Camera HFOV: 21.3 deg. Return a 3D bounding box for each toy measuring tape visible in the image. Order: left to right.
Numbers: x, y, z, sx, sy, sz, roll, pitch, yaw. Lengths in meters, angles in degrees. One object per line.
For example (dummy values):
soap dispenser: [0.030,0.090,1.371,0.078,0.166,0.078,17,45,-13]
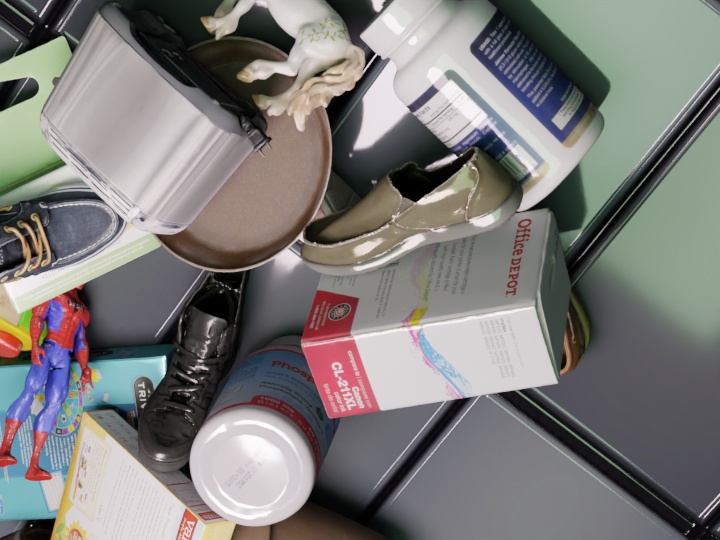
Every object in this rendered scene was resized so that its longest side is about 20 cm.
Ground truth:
toy measuring tape: [-0.349,0.025,1.736,0.073,0.074,0.199,-40,128,21]

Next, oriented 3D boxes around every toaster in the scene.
toaster: [-0.172,-0.120,1.604,0.200,0.113,0.130,43,104,16]

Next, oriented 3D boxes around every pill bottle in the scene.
pill bottle: [-0.075,0.132,1.675,0.107,0.200,0.110,3,111,9]
pill bottle: [0.097,-0.155,1.586,0.200,0.111,0.111,44,111,-7]

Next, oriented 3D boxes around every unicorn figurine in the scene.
unicorn figurine: [-0.063,-0.226,1.600,0.137,0.074,0.201,-34,90,3]

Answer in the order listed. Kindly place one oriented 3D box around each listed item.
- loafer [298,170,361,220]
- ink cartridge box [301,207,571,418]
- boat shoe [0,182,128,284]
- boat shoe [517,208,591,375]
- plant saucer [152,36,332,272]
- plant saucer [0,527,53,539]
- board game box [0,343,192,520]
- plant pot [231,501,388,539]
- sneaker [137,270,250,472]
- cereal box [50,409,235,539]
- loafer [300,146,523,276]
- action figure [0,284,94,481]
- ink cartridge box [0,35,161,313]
loafer: [0.000,0.000,1.686,0.063,0.072,0.200,-33,104,26]
ink cartridge box: [0.066,0.035,1.566,0.198,0.146,0.083,-9,121,17]
boat shoe: [-0.289,-0.020,1.627,0.198,0.091,0.072,-16,104,-10]
boat shoe: [0.136,0.003,1.660,0.072,0.068,0.201,-29,103,19]
plant saucer: [-0.109,-0.100,1.654,0.198,0.032,0.203,0,90,24]
plant saucer: [-0.255,0.294,1.776,0.199,0.200,0.035,29,95,-1]
board game box: [-0.261,0.152,1.791,0.198,0.047,0.153,-4,102,11]
plant pot: [-0.066,0.287,1.754,0.173,0.201,0.202,12,113,-14]
sneaker: [-0.144,0.073,1.687,0.059,0.201,0.105,18,138,7]
cereal box: [-0.196,0.233,1.692,0.200,0.039,0.145,36,116,41]
loafer: [0.033,-0.055,1.566,0.198,0.075,0.070,-18,118,22]
action figure: [-0.275,0.085,1.719,0.065,0.202,0.051,27,152,-36]
ink cartridge box: [-0.281,-0.084,1.688,0.144,0.048,0.202,-25,107,-8]
